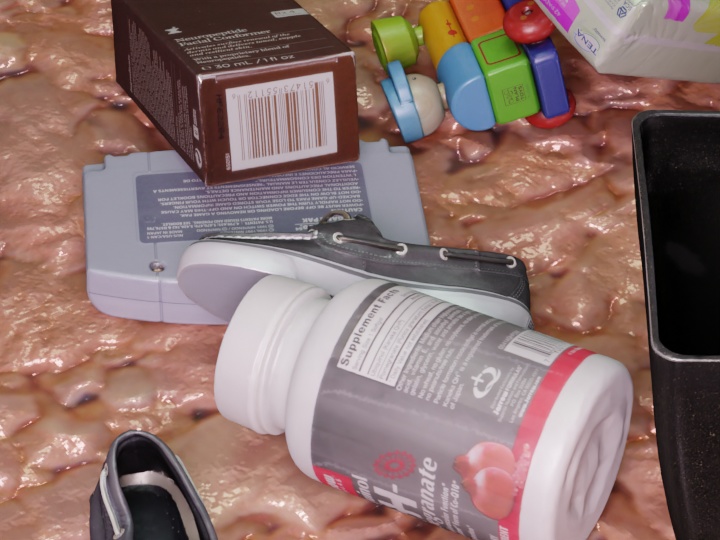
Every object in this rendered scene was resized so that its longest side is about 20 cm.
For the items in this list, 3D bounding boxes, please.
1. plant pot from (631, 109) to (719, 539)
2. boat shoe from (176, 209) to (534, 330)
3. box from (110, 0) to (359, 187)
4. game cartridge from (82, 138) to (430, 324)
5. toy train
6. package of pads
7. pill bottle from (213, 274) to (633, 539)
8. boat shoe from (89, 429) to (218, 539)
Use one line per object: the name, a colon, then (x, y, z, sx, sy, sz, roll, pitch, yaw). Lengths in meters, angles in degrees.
plant pot: (0.236, 0.049, 1.276, 0.199, 0.178, 0.200, 1, 39, 2)
boat shoe: (0.000, 0.000, 1.395, 0.199, 0.070, 0.066, 9, 59, -4)
box: (-0.079, -0.123, 1.536, 0.100, 0.075, 0.200, -11, 24, -18)
game cartridge: (-0.062, -0.023, 1.476, 0.199, 0.041, 0.133, -3, 35, -5)
toy train: (0.057, -0.160, 1.623, 0.115, 0.085, 0.200, -18, 40, -1)
package of pads: (0.170, -0.190, 1.580, 0.200, 0.068, 0.155, 1, 44, -51)
pill bottle: (0.030, 0.069, 1.300, 0.199, 0.111, 0.111, 19, 42, 22)
boat shoe: (-0.096, 0.157, 1.225, 0.072, 0.063, 0.200, -8, 39, -11)
